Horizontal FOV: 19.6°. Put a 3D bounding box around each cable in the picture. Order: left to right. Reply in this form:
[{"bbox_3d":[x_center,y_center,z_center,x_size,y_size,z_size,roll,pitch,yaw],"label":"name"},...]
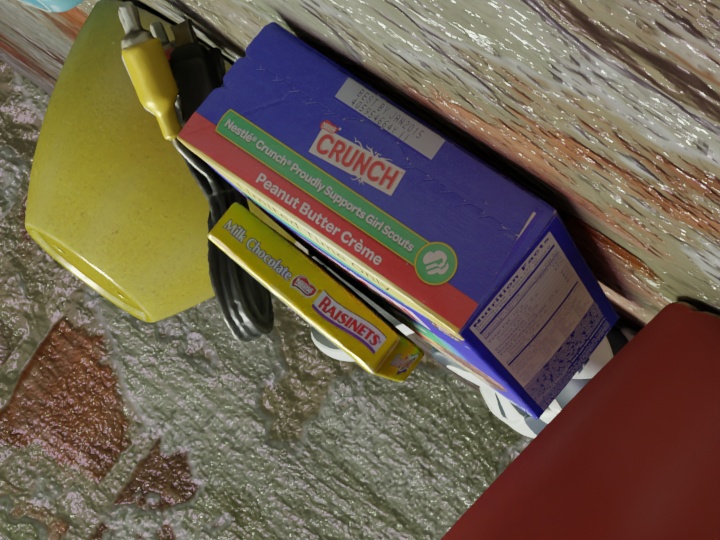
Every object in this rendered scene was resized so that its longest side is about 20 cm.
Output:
[{"bbox_3d":[-0.090,-0.055,1.174,0.097,0.050,0.201,6,-110,-78],"label":"cable"}]

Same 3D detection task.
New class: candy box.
[{"bbox_3d":[-0.018,0.015,1.052,0.102,0.026,0.200,37,180,6],"label":"candy box"},{"bbox_3d":[0.026,-0.019,1.007,0.169,0.077,0.200,36,176,21],"label":"candy box"}]

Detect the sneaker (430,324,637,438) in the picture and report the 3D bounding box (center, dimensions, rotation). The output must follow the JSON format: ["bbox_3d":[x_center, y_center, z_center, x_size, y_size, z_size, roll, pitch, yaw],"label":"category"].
[{"bbox_3d":[0.086,0.037,1.199,0.129,0.080,0.199,37,176,-16],"label":"sneaker"}]

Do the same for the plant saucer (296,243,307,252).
[{"bbox_3d":[-0.026,-0.023,1.529,0.200,0.037,0.200,31,177,2],"label":"plant saucer"}]

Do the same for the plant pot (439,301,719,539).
[{"bbox_3d":[0.149,0.125,0.939,0.200,0.178,0.200,36,177,2],"label":"plant pot"}]

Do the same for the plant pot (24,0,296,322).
[{"bbox_3d":[-0.130,-0.053,1.321,0.200,0.142,0.200,35,168,8],"label":"plant pot"}]

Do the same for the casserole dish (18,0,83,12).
[{"bbox_3d":[-0.225,-0.203,1.279,0.121,0.039,0.200,37,177,-25],"label":"casserole dish"}]

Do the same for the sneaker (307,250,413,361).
[{"bbox_3d":[0.000,0.000,1.362,0.099,0.071,0.200,39,154,-18],"label":"sneaker"}]
